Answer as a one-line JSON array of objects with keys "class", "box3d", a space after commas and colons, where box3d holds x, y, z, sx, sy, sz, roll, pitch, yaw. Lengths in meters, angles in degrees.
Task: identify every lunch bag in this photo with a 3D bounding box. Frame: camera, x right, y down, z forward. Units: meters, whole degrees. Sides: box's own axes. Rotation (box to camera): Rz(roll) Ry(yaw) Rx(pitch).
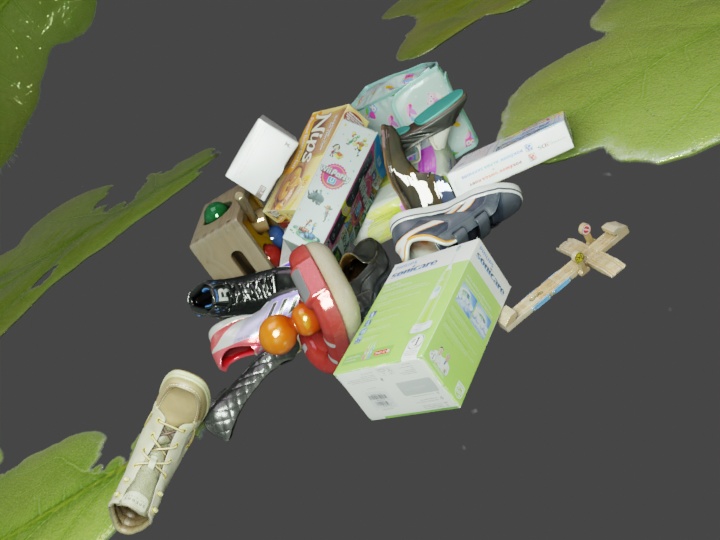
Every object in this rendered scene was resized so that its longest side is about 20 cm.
[{"class": "lunch bag", "box3d": [0.097, -0.265, 1.385, 0.197, 0.172, 0.123, -11, 32, 41]}]

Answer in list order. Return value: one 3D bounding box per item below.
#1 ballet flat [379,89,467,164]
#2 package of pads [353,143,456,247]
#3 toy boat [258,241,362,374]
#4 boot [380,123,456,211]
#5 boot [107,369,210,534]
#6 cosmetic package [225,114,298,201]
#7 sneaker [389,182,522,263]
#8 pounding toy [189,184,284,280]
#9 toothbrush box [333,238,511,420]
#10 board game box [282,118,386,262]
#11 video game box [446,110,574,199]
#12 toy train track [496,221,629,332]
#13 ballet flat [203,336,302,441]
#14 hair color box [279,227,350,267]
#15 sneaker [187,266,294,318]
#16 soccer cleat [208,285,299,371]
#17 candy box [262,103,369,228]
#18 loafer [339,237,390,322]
[{"class": "ballet flat", "box3d": [0.096, -0.221, 1.281, 0.197, 0.069, 0.068, -29, 25, 5]}, {"class": "package of pads", "box3d": [0.070, -0.125, 1.305, 0.197, 0.069, 0.156, -25, 27, 18]}, {"class": "toy boat", "box3d": [-0.072, 0.066, 1.009, 0.128, 0.201, 0.132, -25, 62, -9]}, {"class": "boot", "box3d": [0.095, -0.136, 1.186, 0.095, 0.205, 0.075, -17, 0, 11]}, {"class": "boot", "box3d": [-0.261, 0.237, 1.004, 0.202, 0.071, 0.156, -60, 7, 41]}, {"class": "cosmetic package", "box3d": [-0.166, -0.196, 1.328, 0.114, 0.080, 0.200, -58, 10, 6]}, {"class": "sneaker", "box3d": [0.142, -0.058, 1.107, 0.195, 0.079, 0.081, -17, 57, 8]}, {"class": "pounding toy", "box3d": [-0.197, -0.061, 1.341, 0.140, 0.202, 0.186, -26, 27, 14]}, {"class": "toothbrush box", "box3d": [0.078, 0.071, 0.940, 0.144, 0.086, 0.202, -19, 31, 42]}, {"class": "board game box", "box3d": [-0.034, -0.101, 1.173, 0.063, 0.148, 0.204, 21, 78, 13]}, {"class": "video game box", "box3d": [0.230, -0.177, 1.171, 0.179, 0.048, 0.200, -26, 8, 20]}, {"class": "toy train track", "box3d": [0.243, -0.001, 0.949, 0.199, 0.033, 0.115, -39, 27, -7]}, {"class": "ballet flat", "box3d": [-0.143, 0.160, 1.111, 0.200, 0.057, 0.067, -44, -7, -25]}, {"class": "hair color box", "box3d": [-0.077, -0.057, 1.360, 0.107, 0.065, 0.202, -25, 30, 13]}, {"class": "sneaker", "box3d": [-0.184, 0.041, 1.236, 0.196, 0.075, 0.111, -15, -8, 20]}, {"class": "soccer cleat", "box3d": [-0.143, 0.090, 1.209, 0.196, 0.069, 0.074, -25, 52, 8]}, {"class": "candy box", "box3d": [-0.074, -0.171, 1.283, 0.114, 0.055, 0.203, 4, 63, 55]}, {"class": "loafer", "box3d": [0.000, 0.000, 1.170, 0.072, 0.073, 0.202, -25, 27, 18]}]
